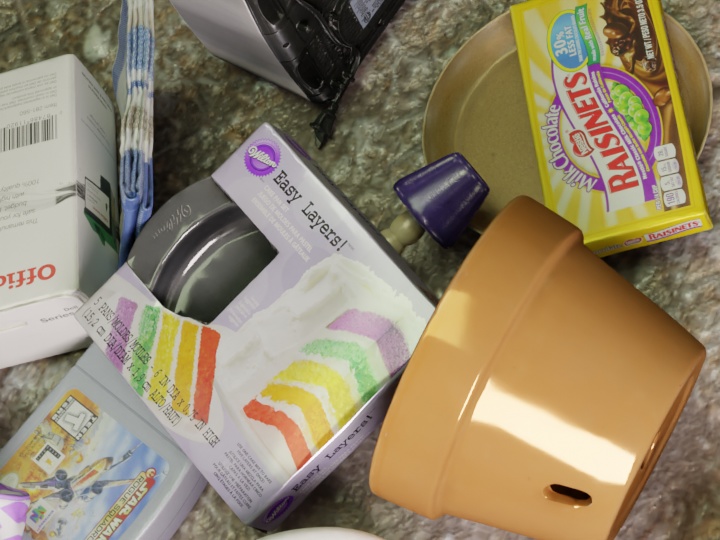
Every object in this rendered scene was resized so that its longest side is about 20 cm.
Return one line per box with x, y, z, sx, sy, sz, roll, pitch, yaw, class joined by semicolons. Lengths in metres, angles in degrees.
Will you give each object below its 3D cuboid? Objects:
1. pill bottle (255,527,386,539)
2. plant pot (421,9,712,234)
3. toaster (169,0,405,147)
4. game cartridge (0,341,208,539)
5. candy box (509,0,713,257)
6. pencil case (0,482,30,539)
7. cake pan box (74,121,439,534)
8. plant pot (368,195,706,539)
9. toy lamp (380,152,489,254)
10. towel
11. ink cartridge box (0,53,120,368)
-0.022;0.262;1.207;0.112;0.112;0.201;-12;60;14;pill bottle
0.140;-0.097;1.392;0.199;0.028;0.201;-9;59;16;plant pot
-0.046;-0.229;1.443;0.118;0.181;0.200;24;73;32;toaster
-0.182;0.146;1.376;0.133;0.042;0.200;32;78;35;game cartridge
0.161;-0.103;1.356;0.102;0.026;0.201;-17;58;15;candy box
-0.272;0.222;1.311;0.084;0.085;0.201;11;84;27;pencil case
-0.061;0.032;1.318;0.184;0.052;0.200;-43;68;4;cake pan box
0.113;0.074;1.222;0.140;0.200;0.201;27;74;14;plant pot
0.000;0.000;1.358;0.200;0.058;0.058;-43;57;5;toy lamp
-0.159;-0.090;1.432;0.024;0.147;0.201;2;58;-9;towel
-0.251;-0.036;1.469;0.145;0.084;0.201;-13;60;14;ink cartridge box
